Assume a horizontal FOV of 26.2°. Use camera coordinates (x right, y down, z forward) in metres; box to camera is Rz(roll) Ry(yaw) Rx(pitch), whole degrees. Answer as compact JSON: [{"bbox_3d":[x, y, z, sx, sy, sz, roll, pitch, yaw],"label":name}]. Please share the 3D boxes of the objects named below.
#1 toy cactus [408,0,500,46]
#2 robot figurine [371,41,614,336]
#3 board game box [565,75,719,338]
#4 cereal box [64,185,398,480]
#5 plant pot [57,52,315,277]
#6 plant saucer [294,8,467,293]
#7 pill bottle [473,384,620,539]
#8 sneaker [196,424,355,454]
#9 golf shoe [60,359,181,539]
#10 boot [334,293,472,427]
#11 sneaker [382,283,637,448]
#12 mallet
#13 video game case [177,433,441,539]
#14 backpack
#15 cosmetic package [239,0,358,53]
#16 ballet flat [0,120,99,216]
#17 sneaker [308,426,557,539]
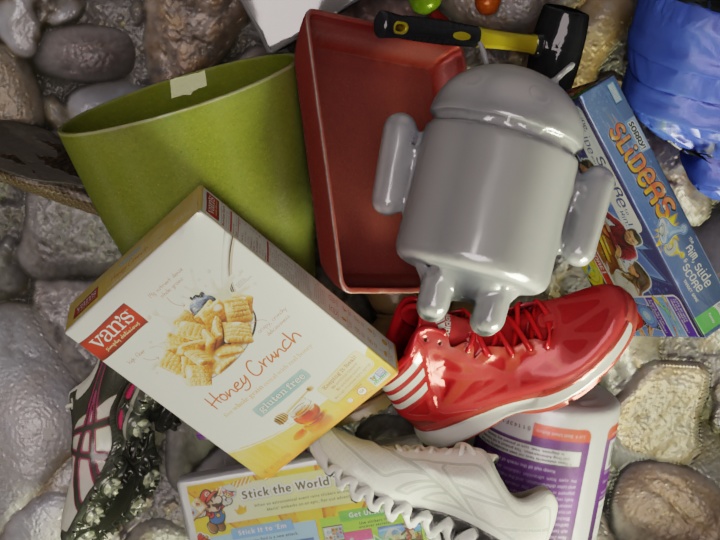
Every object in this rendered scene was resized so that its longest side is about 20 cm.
[{"bbox_3d":[0.089,-0.287,1.170,0.165,0.102,0.200,47,110,5],"label":"toy cactus"},{"bbox_3d":[0.091,-0.058,1.087,0.168,0.113,0.202,16,86,-1],"label":"robot figurine"},{"bbox_3d":[0.194,-0.043,1.177,0.034,0.135,0.201,-31,99,-17],"label":"board game box"},{"bbox_3d":[-0.090,0.049,1.104,0.144,0.040,0.200,-40,118,22],"label":"cereal box"},{"bbox_3d":[-0.107,-0.038,1.163,0.185,0.187,0.202,-14,106,8],"label":"plant pot"},{"bbox_3d":[0.022,-0.081,1.152,0.036,0.199,0.203,-11,83,37],"label":"plant saucer"},{"bbox_3d":[0.137,0.189,1.239,0.110,0.111,0.203,10,101,3],"label":"pill bottle"},{"bbox_3d":[-0.071,0.140,1.277,0.113,0.073,0.202,-24,93,18],"label":"sneaker"},{"bbox_3d":[-0.209,0.143,1.293,0.088,0.077,0.201,38,112,29],"label":"golf shoe"},{"bbox_3d":[0.000,0.000,1.228,0.174,0.066,0.202,-29,100,-19],"label":"boot"},{"bbox_3d":[0.100,0.053,1.141,0.199,0.079,0.116,-34,131,14],"label":"sneaker"},{"bbox_3d":[0.090,-0.164,1.160,0.198,0.041,0.067,-8,113,-35],"label":"mallet"},{"bbox_3d":[-0.032,0.235,1.231,0.197,0.023,0.184,-10,99,7],"label":"video game case"},{"bbox_3d":[0.289,-0.134,1.138,0.198,0.163,0.170,15,105,1],"label":"backpack"},{"bbox_3d":[-0.071,-0.279,1.183,0.106,0.090,0.201,-27,100,10],"label":"cosmetic package"},{"bbox_3d":[-0.231,-0.070,1.255,0.198,0.068,0.047,17,135,-1],"label":"ballet flat"},{"bbox_3d":[0.056,0.159,1.165,0.198,0.075,0.082,27,94,-2],"label":"sneaker"}]
